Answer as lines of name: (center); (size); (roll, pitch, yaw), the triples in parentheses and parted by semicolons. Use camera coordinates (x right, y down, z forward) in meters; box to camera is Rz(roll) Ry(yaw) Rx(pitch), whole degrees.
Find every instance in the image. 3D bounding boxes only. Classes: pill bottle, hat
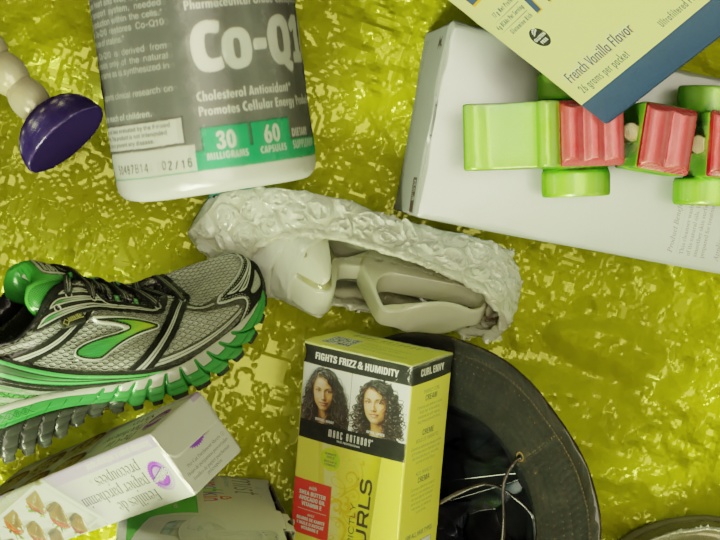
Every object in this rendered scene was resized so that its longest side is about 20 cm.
pill bottle: (-0.091, -0.143, 0.854); (0.112, 0.113, 0.202); (-9, 96, -7)
hat: (0.066, 0.127, 0.904); (0.199, 0.081, 0.202); (6, 100, 35)

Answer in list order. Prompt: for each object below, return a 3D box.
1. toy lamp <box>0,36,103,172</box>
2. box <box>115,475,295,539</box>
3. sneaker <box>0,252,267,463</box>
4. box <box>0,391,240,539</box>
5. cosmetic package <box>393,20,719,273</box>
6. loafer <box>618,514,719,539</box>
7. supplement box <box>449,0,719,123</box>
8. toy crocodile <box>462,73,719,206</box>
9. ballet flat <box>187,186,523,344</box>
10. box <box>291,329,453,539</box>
toy lamp: (-0.223, -0.142, 0.849); (0.058, 0.058, 0.200); (-42, 81, -2)
box: (-0.087, 0.216, 0.841); (0.096, 0.200, 0.178); (2, 95, -7)
sneaker: (-0.137, 0.030, 0.822); (0.199, 0.078, 0.086); (-22, 113, -29)
box: (-0.139, 0.112, 0.835); (0.039, 0.200, 0.041); (55, 49, -9)
cosmetic package: (0.127, -0.068, 0.907); (0.198, 0.081, 0.114); (12, 93, -7)
loafer: (0.153, 0.206, 0.936); (0.199, 0.068, 0.076); (-20, 97, -5)
supplement box: (0.119, -0.226, 0.782); (0.199, 0.134, 0.200); (36, 62, -8)
toy crocodile: (0.152, -0.070, 0.838); (0.198, 0.062, 0.068); (3, 92, -7)
ballet flat: (0.000, 0.000, 0.893); (0.198, 0.072, 0.072); (10, 93, -9)
box: (0.002, 0.139, 0.869); (0.075, 0.050, 0.202); (12, 103, 30)
